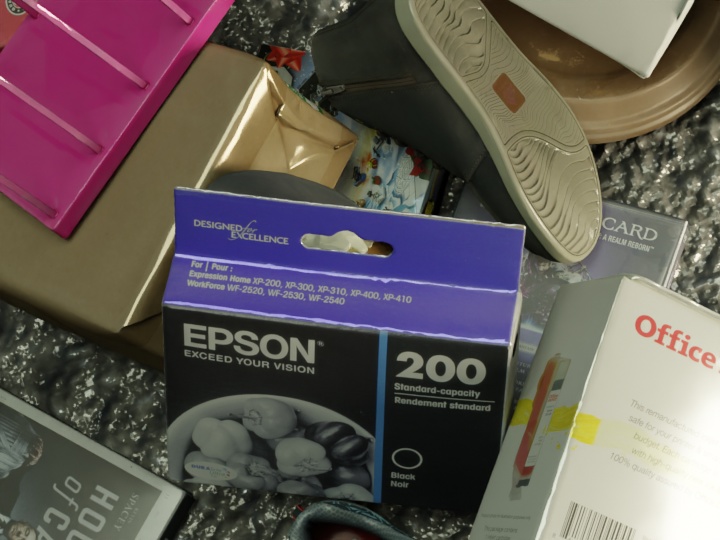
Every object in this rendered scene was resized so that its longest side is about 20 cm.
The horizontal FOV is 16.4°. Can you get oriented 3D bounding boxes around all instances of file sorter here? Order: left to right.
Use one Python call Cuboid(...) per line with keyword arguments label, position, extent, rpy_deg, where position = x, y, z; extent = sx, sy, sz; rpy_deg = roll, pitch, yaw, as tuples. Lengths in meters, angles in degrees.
Cuboid(label="file sorter", position=(-0.189, -0.153, 1.464), extent=(0.139, 0.125, 0.200), rpy_deg=(34, 88, 44))

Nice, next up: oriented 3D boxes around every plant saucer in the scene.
Cuboid(label="plant saucer", position=(0.139, -0.172, 1.544), extent=(0.199, 0.029, 0.201), rpy_deg=(-2, 66, 5))

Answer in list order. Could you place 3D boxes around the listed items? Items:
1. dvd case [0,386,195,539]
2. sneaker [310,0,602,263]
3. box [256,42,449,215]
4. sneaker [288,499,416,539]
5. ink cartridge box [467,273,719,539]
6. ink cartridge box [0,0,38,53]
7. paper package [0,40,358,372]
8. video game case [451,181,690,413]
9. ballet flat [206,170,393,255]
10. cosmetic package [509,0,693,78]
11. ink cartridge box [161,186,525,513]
Cuboid(label="dvd case", position=(-0.221, 0.159, 1.551), extent=(0.200, 0.025, 0.151), rpy_deg=(26, 80, 22))
Cuboid(label="sneaker", position=(0.060, -0.084, 1.503), extent=(0.075, 0.106, 0.200), rpy_deg=(-43, 105, -39))
Cuboid(label="box", position=(-0.024, -0.034, 1.554), extent=(0.137, 0.040, 0.201), rpy_deg=(12, 75, 18))
Cuboid(label="sneaker", position=(0.033, 0.201, 1.427), extent=(0.200, 0.096, 0.079), rpy_deg=(32, 83, 23))
Cuboid(label="ink cartridge box", position=(0.155, 0.121, 1.392), extent=(0.145, 0.083, 0.200), rpy_deg=(26, 76, -21))
Cuboid(label="ink cartridge box", position=(-0.269, -0.193, 1.653), extent=(0.199, 0.086, 0.148), rpy_deg=(-2, 71, 13))
Cuboid(label="paper package", position=(-0.134, -0.048, 1.519), extent=(0.200, 0.103, 0.191), rpy_deg=(21, 81, 43))
Cuboid(label="video game case", position=(0.100, 0.045, 1.505), extent=(0.143, 0.019, 0.200), rpy_deg=(16, 75, 20))
Cuboid(label="ballet flat", position=(0.000, 0.000, 1.437), extent=(0.073, 0.200, 0.073), rpy_deg=(-39, 36, 35))
Cuboid(label="cosmetic package", position=(0.111, -0.212, 1.459), extent=(0.200, 0.085, 0.108), rpy_deg=(31, 117, 3))
Cuboid(label="ink cartridge box", position=(-0.011, 0.049, 1.403), extent=(0.198, 0.200, 0.043), rpy_deg=(6, 42, 5))
